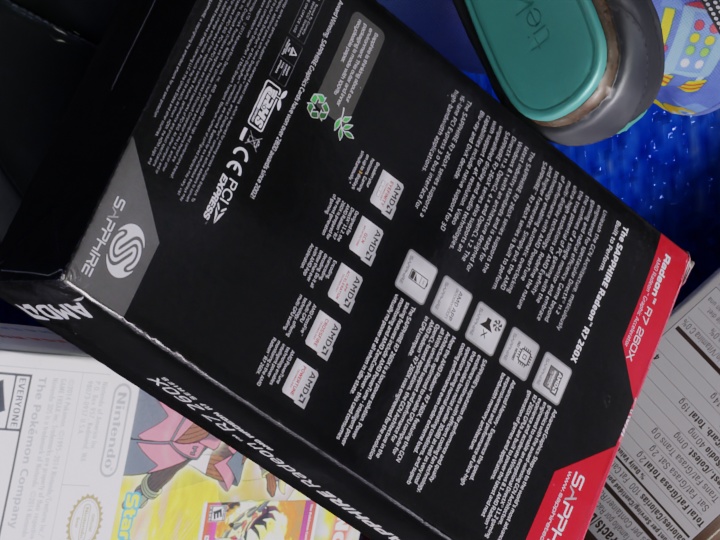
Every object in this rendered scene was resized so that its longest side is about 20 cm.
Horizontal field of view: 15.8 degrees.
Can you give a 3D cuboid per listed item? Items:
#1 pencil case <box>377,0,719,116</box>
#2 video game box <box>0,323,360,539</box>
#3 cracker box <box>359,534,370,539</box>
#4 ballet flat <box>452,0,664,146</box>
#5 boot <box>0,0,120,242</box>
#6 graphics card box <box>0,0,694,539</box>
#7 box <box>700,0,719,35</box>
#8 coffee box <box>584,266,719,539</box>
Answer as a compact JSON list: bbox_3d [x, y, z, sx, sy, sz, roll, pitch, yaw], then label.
[{"bbox_3d":[0.043,-0.102,0.890,0.199,0.087,0.079,6,84,-25],"label":"pencil case"},{"bbox_3d":[-0.086,0.117,0.772,0.181,0.047,0.202,8,97,-42],"label":"video game box"},{"bbox_3d":[-0.070,0.147,0.914,0.198,0.134,0.058,-6,112,-20],"label":"cracker box"},{"bbox_3d":[0.044,-0.128,0.815,0.073,0.073,0.201,-18,73,-13],"label":"ballet flat"},{"bbox_3d":[-0.046,-0.094,0.800,0.200,0.066,0.165,-41,83,17],"label":"boot"},{"bbox_3d":[0.000,0.000,0.755,0.200,0.051,0.126,35,69,-32],"label":"graphics card box"},{"bbox_3d":[0.118,-0.198,0.847,0.200,0.044,0.161,56,43,-29],"label":"box"},{"bbox_3d":[0.163,0.050,0.975,0.200,0.080,0.113,-42,151,0],"label":"coffee box"}]
